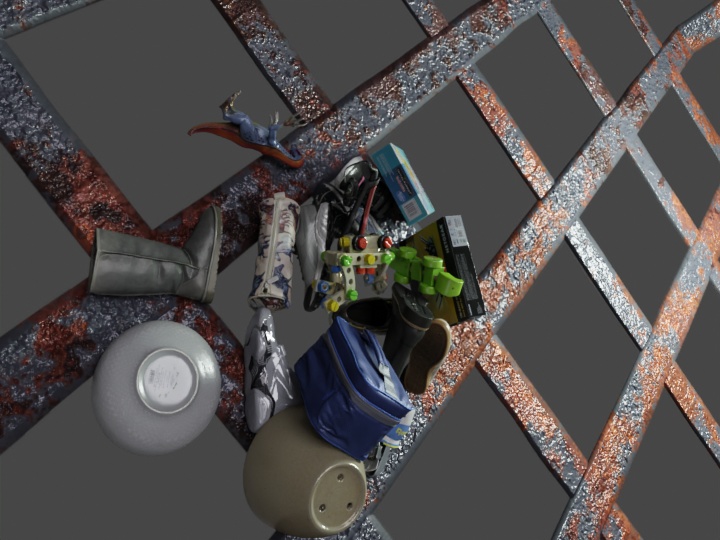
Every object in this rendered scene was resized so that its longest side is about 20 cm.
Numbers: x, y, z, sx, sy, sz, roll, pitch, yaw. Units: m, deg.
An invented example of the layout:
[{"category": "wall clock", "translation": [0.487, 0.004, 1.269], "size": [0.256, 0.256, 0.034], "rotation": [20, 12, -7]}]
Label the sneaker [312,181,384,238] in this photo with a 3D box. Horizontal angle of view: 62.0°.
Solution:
[{"category": "sneaker", "translation": [-0.018, -0.097, 1.195], "size": [0.201, 0.077, 0.087], "rotation": [50, 37, -12]}]

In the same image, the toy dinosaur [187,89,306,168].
[{"category": "toy dinosaur", "translation": [-0.193, -0.251, 1.141], "size": [0.198, 0.105, 0.183], "rotation": [-36, 111, 1]}]

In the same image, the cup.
[{"category": "cup", "translation": [-0.068, 0.329, 0.933], "size": [0.195, 0.142, 0.208], "rotation": [-3, 95, -32]}]

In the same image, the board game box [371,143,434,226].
[{"category": "board game box", "translation": [0.092, -0.174, 1.221], "size": [0.154, 0.046, 0.200], "rotation": [62, 13, -2]}]

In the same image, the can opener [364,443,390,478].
[{"category": "can opener", "translation": [0.036, 0.279, 1.118], "size": [0.067, 0.052, 0.205], "rotation": [52, 47, -47]}]

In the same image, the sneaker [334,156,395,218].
[{"category": "sneaker", "translation": [0.018, -0.156, 1.161], "size": [0.099, 0.071, 0.199], "rotation": [45, 12, 11]}]

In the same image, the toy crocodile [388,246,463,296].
[{"category": "toy crocodile", "translation": [0.118, -0.001, 1.171], "size": [0.060, 0.198, 0.070], "rotation": [-3, 107, -36]}]

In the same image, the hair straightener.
[{"category": "hair straightener", "translation": [-0.017, -0.115, 1.089], "size": [0.074, 0.203, 0.042], "rotation": [13, 41, -7]}]

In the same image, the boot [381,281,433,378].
[{"category": "boot", "translation": [0.066, 0.109, 1.090], "size": [0.076, 0.200, 0.142], "rotation": [24, 102, -2]}]

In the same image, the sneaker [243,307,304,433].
[{"category": "sneaker", "translation": [-0.136, 0.168, 1.020], "size": [0.112, 0.074, 0.207], "rotation": [6, 76, -32]}]

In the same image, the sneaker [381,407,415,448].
[{"category": "sneaker", "translation": [0.017, 0.215, 1.061], "size": [0.199, 0.083, 0.074], "rotation": [43, 11, 20]}]

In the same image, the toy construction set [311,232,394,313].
[{"category": "toy construction set", "translation": [0.000, 0.000, 1.090], "size": [0.198, 0.090, 0.136], "rotation": [-7, 102, -55]}]

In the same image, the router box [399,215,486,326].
[{"category": "router box", "translation": [0.163, 0.012, 1.212], "size": [0.051, 0.156, 0.206], "rotation": [-7, 77, -33]}]

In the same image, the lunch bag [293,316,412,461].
[{"category": "lunch bag", "translation": [-0.010, 0.172, 0.947], "size": [0.135, 0.132, 0.201], "rotation": [39, 12, -34]}]

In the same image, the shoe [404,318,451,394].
[{"category": "shoe", "translation": [0.128, 0.155, 1.132], "size": [0.069, 0.203, 0.053], "rotation": [30, 45, 14]}]

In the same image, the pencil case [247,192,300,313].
[{"category": "pencil case", "translation": [-0.152, -0.031, 1.062], "size": [0.075, 0.090, 0.206], "rotation": [8, 69, -11]}]

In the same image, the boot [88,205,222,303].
[{"category": "boot", "translation": [-0.328, -0.038, 0.972], "size": [0.194, 0.072, 0.188], "rotation": [11, 67, -22]}]

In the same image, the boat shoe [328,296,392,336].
[{"category": "boat shoe", "translation": [0.036, 0.088, 1.163], "size": [0.196, 0.060, 0.074], "rotation": [-3, 76, -33]}]

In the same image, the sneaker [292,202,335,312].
[{"category": "sneaker", "translation": [-0.092, -0.025, 1.121], "size": [0.077, 0.074, 0.207], "rotation": [2, 80, 9]}]

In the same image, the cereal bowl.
[{"category": "cereal bowl", "translation": [-0.299, 0.173, 0.905], "size": [0.195, 0.083, 0.207], "rotation": [11, 70, -30]}]
